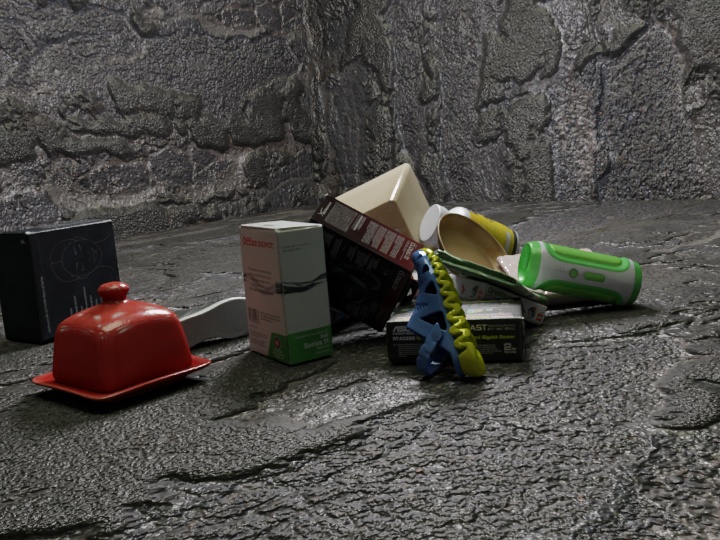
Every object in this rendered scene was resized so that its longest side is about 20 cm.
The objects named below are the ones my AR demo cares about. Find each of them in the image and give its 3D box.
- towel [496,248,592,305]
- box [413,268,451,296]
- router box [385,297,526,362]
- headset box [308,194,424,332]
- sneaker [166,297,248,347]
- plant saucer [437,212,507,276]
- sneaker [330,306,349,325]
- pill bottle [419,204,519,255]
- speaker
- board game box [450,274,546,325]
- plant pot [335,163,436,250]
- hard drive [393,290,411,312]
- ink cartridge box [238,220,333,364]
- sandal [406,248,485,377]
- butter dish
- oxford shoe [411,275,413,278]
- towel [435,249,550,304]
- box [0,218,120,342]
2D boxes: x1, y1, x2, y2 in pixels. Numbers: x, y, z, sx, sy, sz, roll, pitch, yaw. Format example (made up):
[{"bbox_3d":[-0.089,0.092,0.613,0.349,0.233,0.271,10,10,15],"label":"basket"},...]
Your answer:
[{"bbox_3d":[0.369,0.013,1.595,0.196,0.033,0.191,-5,23,-6],"label":"towel"},{"bbox_3d":[0.150,0.020,1.752,0.197,0.042,0.155,2,11,32],"label":"box"},{"bbox_3d":[0.145,0.086,1.268,0.196,0.063,0.150,-3,8,11],"label":"router box"},{"bbox_3d":[-0.001,-0.005,1.377,0.198,0.150,0.078,27,42,3],"label":"headset box"},{"bbox_3d":[-0.269,0.082,1.470,0.198,0.072,0.098,-17,19,-37],"label":"sneaker"},{"bbox_3d":[0.219,-0.023,1.674,0.199,0.201,0.035,-16,-25,-52],"label":"plant saucer"},{"bbox_3d":[-0.118,0.065,1.509,0.197,0.077,0.078,-3,12,19],"label":"sneaker"},{"bbox_3d":[0.228,-0.066,1.805,0.197,0.114,0.112,21,-1,-21],"label":"pill bottle"},{"bbox_3d":[0.374,0.005,1.468,0.196,0.090,0.088,11,8,-6],"label":"speaker"},{"bbox_3d":[0.206,0.043,1.448,0.125,0.035,0.199,20,-2,-25],"label":"board game box"},{"bbox_3d":[0.052,-0.088,1.861,0.197,0.202,0.177,-24,11,15],"label":"plant pot"},{"bbox_3d":[0.000,0.000,1.519,0.197,0.134,0.026,11,-30,-30],"label":"hard drive"},{"bbox_3d":[-0.116,0.028,1.320,0.082,0.204,0.146,-10,11,-30],"label":"ink cartridge box"},{"bbox_3d":[0.098,0.061,1.163,0.086,0.202,0.080,-23,-32,13],"label":"sandal"},{"bbox_3d":[-0.343,0.091,1.214,0.197,0.151,0.198,4,12,41],"label":"butter dish"},{"bbox_3d":[0.028,-0.014,1.654,0.071,0.200,0.072,-44,-3,36],"label":"oxford shoe"},{"bbox_3d":[0.220,0.015,1.403,0.151,0.024,0.199,21,-2,30],"label":"towel"},{"bbox_3d":[-0.572,0.015,1.632,0.122,0.204,0.196,-1,9,33],"label":"box"}]
